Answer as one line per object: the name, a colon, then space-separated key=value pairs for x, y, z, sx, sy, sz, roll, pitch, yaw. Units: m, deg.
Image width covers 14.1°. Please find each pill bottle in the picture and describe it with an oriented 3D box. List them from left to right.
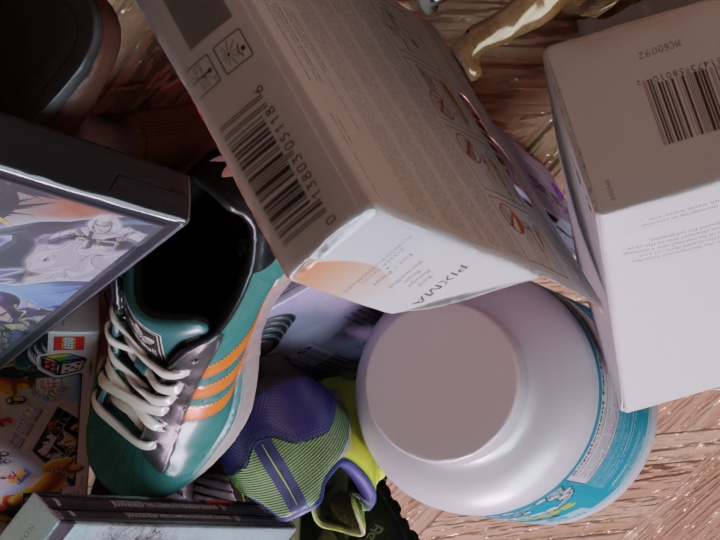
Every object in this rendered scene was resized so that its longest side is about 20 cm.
pill bottle: x=0.064 y=0.059 z=1.335 sx=0.111 sy=0.111 sz=0.200 roll=-31 pitch=165 yaw=12

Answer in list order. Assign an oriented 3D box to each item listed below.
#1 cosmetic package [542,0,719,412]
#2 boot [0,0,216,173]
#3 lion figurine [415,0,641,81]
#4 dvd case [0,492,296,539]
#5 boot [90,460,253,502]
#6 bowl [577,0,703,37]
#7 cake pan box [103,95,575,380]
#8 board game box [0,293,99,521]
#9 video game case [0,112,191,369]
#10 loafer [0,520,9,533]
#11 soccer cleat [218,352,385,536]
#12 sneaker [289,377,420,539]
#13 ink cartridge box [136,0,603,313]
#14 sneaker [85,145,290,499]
cosmetic package: x=0.143 y=-0.025 z=1.219 sx=0.107 sy=0.085 sz=0.200 roll=-16 pitch=154 yaw=-1
boot: x=-0.090 y=-0.053 z=1.171 sx=0.200 sy=0.069 sz=0.188 roll=-2 pitch=146 yaw=-41
lion figurine: x=0.062 y=-0.151 z=1.116 sx=0.122 sy=0.073 sz=0.200 roll=-35 pitch=149 yaw=5
dvd case: x=-0.122 y=0.155 z=1.243 sx=0.146 sy=0.022 sz=0.200 roll=-51 pitch=155 yaw=13
boot: x=-0.078 y=0.091 z=1.423 sx=0.077 sy=0.138 sz=0.200 roll=11 pitch=142 yaw=6
bowl: x=0.204 y=-0.113 z=1.288 sx=0.201 sy=0.090 sz=0.201 roll=-20 pitch=155 yaw=-10
cake pan box: x=0.000 y=0.000 z=1.336 sx=0.184 sy=0.052 sz=0.200 roll=-28 pitch=165 yaw=12
board game box: x=-0.182 y=0.058 z=1.292 sx=0.126 sy=0.035 sz=0.200 roll=0 pitch=152 yaw=-7
video game case: x=-0.195 y=-0.016 z=1.092 sx=0.200 sy=0.026 sz=0.181 roll=18 pitch=146 yaw=-30
loafer: x=-0.174 y=0.159 z=1.397 sx=0.068 sy=0.200 sz=0.076 roll=-55 pitch=125 yaw=-25
soccer cleat: x=-0.016 y=0.089 z=1.349 sx=0.065 sy=0.084 sz=0.200 roll=-30 pitch=166 yaw=13
sneaker: x=-0.001 y=0.140 z=1.462 sx=0.087 sy=0.200 sz=0.076 roll=8 pitch=148 yaw=5
ink cartridge box: x=0.002 y=-0.053 z=1.143 sx=0.050 sy=0.162 sz=0.200 roll=-37 pitch=153 yaw=15
sneaker: x=-0.077 y=0.021 z=1.187 sx=0.080 sy=0.071 sz=0.200 roll=-24 pitch=148 yaw=-52
